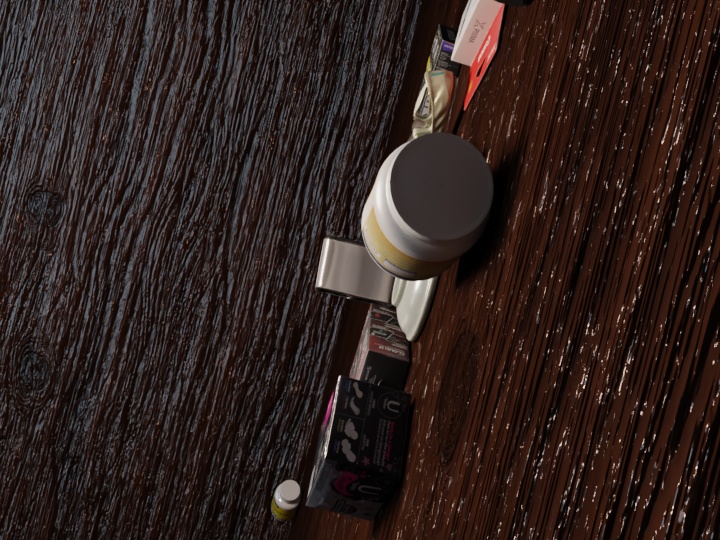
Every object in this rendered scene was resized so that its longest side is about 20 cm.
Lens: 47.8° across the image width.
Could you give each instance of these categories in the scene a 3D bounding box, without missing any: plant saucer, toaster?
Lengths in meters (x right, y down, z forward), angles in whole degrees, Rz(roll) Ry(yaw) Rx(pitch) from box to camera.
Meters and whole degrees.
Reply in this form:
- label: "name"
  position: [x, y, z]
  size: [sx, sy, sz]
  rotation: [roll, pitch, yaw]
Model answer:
- label: "plant saucer"
  position: [0.086, 0.008, 1.297]
  size: [0.200, 0.049, 0.205]
  rotation: [-164, 89, -87]
- label: "toaster"
  position: [0.000, 0.000, 1.709]
  size: [0.200, 0.176, 0.122]
  rotation: [128, 154, -83]

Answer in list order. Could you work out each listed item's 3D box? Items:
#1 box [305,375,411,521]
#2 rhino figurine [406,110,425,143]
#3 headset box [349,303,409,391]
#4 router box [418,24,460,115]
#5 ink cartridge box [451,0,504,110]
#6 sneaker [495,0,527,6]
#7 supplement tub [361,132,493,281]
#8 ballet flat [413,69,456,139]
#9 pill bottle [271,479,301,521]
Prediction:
- label: "box"
  position: [-0.004, 0.267, 1.192]
  size: [0.202, 0.112, 0.135]
  rotation: [108, 175, -55]
- label: "rhino figurine"
  position: [0.115, -0.224, 1.690]
  size: [0.088, 0.058, 0.205]
  rotation: [-104, 26, -73]
- label: "headset box"
  position: [0.029, 0.169, 1.358]
  size: [0.201, 0.073, 0.152]
  rotation: [-84, 10, -68]
- label: "router box"
  position: [0.165, -0.411, 1.686]
  size: [0.201, 0.051, 0.160]
  rotation: [-83, 8, -64]
- label: "ink cartridge box"
  position: [0.188, -0.383, 1.296]
  size: [0.200, 0.044, 0.180]
  rotation: [114, 170, -72]
- label: "sneaker"
  position: [0.198, -0.387, 0.963]
  size: [0.202, 0.065, 0.111]
  rotation: [-81, 4, -81]
- label: "supplement tub"
  position: [0.079, -0.074, 0.989]
  size: [0.200, 0.141, 0.148]
  rotation: [121, 163, -78]
- label: "ballet flat"
  position: [0.122, -0.259, 1.426]
  size: [0.070, 0.068, 0.204]
  rotation: [-79, -4, -51]
- label: "pill bottle"
  position: [-0.292, 0.909, 3.223]
  size: [0.202, 0.109, 0.113]
  rotation: [109, 175, -51]
